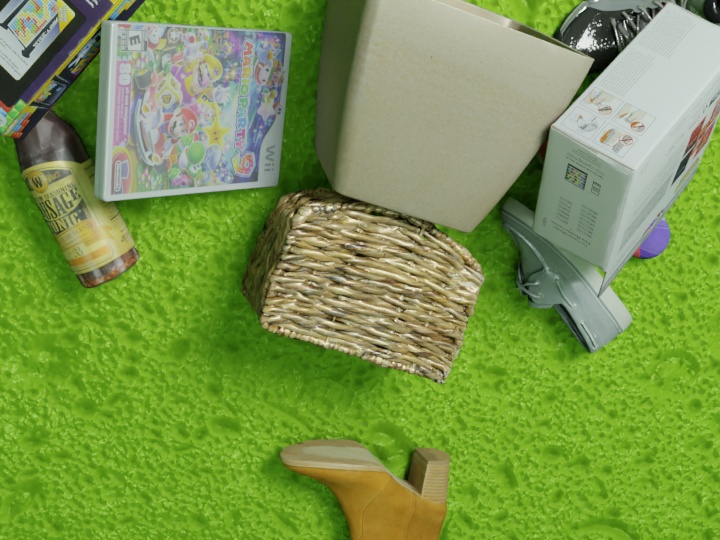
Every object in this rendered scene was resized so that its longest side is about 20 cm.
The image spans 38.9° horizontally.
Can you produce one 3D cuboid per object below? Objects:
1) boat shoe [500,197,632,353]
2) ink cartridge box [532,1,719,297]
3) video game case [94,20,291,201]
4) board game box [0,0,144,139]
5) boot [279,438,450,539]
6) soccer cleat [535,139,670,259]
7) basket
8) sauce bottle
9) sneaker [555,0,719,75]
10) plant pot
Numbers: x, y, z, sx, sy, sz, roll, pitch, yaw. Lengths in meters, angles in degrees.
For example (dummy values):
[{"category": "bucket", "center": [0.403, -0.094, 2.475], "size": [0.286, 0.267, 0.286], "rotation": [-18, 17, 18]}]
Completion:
[{"category": "boat shoe", "center": [0.200, 0.012, 1.047], "size": [0.072, 0.070, 0.201], "rotation": [-46, 113, 0]}, {"category": "ink cartridge box", "center": [0.244, -0.105, 0.919], "size": [0.200, 0.083, 0.177], "rotation": [-45, 154, -28]}, {"category": "video game case", "center": [-0.142, -0.140, 0.894], "size": [0.198, 0.018, 0.146], "rotation": [-11, 113, -48]}, {"category": "board game box", "center": [-0.302, -0.238, 0.837], "size": [0.200, 0.057, 0.165], "rotation": [45, 93, -1]}, {"category": "boot", "center": [0.001, 0.259, 1.075], "size": [0.198, 0.071, 0.147], "rotation": [7, 102, -20]}, {"category": "soccer cleat", "center": [0.251, -0.076, 1.030], "size": [0.068, 0.073, 0.200], "rotation": [-45, 110, 4]}, {"category": "basket", "center": [0.000, 0.000, 0.966], "size": [0.197, 0.149, 0.145], "rotation": [18, 96, -15]}, {"category": "sauce bottle", "center": [-0.269, -0.084, 0.917], "size": [0.065, 0.066, 0.202], "rotation": [-27, 106, -3]}, {"category": "sneaker", "center": [0.286, -0.242, 0.966], "size": [0.198, 0.116, 0.076], "rotation": [-28, 111, -3]}, {"category": "plant pot", "center": [0.056, -0.151, 0.905], "size": [0.197, 0.200, 0.180], "rotation": [15, 109, -16]}]
